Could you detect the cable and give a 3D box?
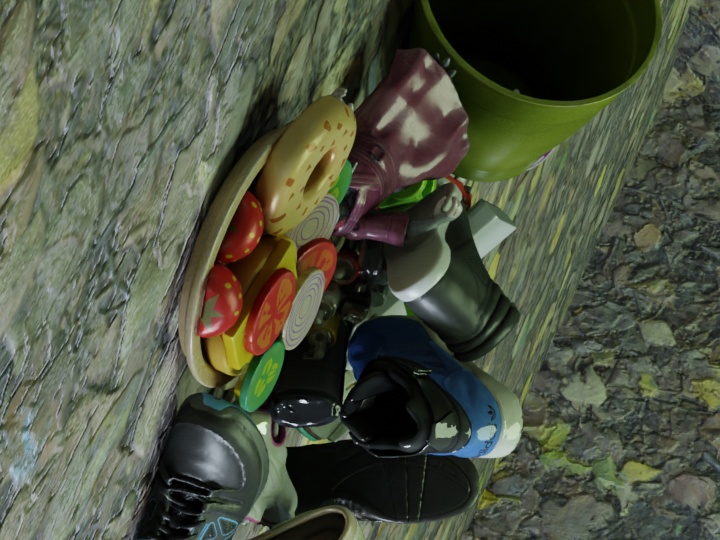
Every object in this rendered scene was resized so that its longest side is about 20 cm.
[{"bbox_3d":[-0.015,-0.006,1.743,0.200,0.050,0.097,-96,-157,-70],"label":"cable"}]

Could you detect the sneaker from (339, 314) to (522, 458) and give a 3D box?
[{"bbox_3d":[0.022,0.085,1.680,0.111,0.200,0.077,3,111,-36],"label":"sneaker"}]

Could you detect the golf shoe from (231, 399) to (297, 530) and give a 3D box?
[{"bbox_3d":[-0.078,0.147,1.701,0.200,0.075,0.092,50,62,-80],"label":"golf shoe"}]

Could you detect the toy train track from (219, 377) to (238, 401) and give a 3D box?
[{"bbox_3d":[-0.058,0.034,1.690,0.200,0.032,0.115,-55,163,-56],"label":"toy train track"}]

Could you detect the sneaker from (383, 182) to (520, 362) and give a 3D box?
[{"bbox_3d":[0.071,0.005,1.694,0.071,0.099,0.200,-36,-163,16],"label":"sneaker"}]

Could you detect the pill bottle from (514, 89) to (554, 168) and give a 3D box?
[{"bbox_3d":[0.126,-0.149,2.060,0.200,0.112,0.113,-2,113,-79],"label":"pill bottle"}]

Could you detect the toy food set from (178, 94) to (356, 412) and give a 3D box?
[{"bbox_3d":[-0.059,-0.010,1.503,0.200,0.049,0.198,-60,162,-26],"label":"toy food set"}]

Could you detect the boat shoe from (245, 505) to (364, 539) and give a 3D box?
[{"bbox_3d":[-0.088,0.238,1.669,0.200,0.072,0.065,-31,160,-5],"label":"boat shoe"}]

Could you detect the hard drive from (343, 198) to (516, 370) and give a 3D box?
[{"bbox_3d":[0.047,0.015,1.964,0.200,0.027,0.132,-41,171,7],"label":"hard drive"}]

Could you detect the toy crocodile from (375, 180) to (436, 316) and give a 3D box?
[{"bbox_3d":[0.036,-0.036,1.822,0.068,0.062,0.201,-10,88,-81],"label":"toy crocodile"}]

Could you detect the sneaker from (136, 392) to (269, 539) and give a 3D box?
[{"bbox_3d":[-0.116,0.173,1.560,0.082,0.073,0.200,-53,160,-49],"label":"sneaker"}]

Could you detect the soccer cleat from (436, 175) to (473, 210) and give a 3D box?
[{"bbox_3d":[0.051,-0.039,1.999,0.085,0.069,0.200,-59,177,-17],"label":"soccer cleat"}]

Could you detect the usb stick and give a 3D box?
[{"bbox_3d":[-0.038,0.073,1.703,0.200,0.055,0.033,-85,171,-74],"label":"usb stick"}]

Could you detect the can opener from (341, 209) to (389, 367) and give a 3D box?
[{"bbox_3d":[0.000,0.000,1.874,0.200,0.066,0.053,-71,178,-45],"label":"can opener"}]

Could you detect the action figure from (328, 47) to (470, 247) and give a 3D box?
[{"bbox_3d":[-0.003,-0.082,1.665,0.149,0.134,0.200,-16,-158,48],"label":"action figure"}]

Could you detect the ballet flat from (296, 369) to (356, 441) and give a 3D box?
[{"bbox_3d":[-0.032,0.104,1.856,0.064,0.067,0.200,-41,173,-2],"label":"ballet flat"}]

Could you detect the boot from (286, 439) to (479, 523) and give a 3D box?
[{"bbox_3d":[0.000,0.178,1.873,0.151,0.199,0.073,60,26,-83],"label":"boot"}]

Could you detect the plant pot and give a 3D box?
[{"bbox_3d":[0.119,-0.172,1.830,0.201,0.200,0.193,-63,180,-31],"label":"plant pot"}]
